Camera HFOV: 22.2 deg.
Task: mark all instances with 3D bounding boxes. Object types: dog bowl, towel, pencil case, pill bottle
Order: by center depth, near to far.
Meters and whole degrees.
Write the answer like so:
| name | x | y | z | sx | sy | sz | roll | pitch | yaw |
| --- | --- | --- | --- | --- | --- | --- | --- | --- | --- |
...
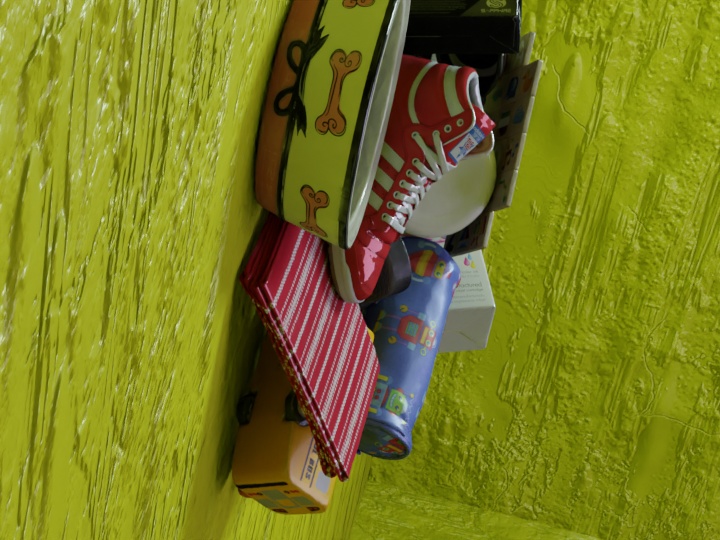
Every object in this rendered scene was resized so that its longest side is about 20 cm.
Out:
| name | x | y | z | sx | sy | sz | roll | pitch | yaw |
| --- | --- | --- | --- | --- | --- | --- | --- | --- | --- |
| dog bowl | -0.020 | -0.120 | 1.301 | 0.200 | 0.073 | 0.202 | 13 | 90 | -86 |
| towel | -0.034 | 0.041 | 1.397 | 0.145 | 0.022 | 0.201 | -71 | 147 | -50 |
| pencil case | 0.029 | 0.068 | 1.589 | 0.087 | 0.078 | 0.201 | -39 | -153 | 54 |
| pill bottle | 0.045 | -0.109 | 1.667 | 0.200 | 0.115 | 0.117 | -128 | -131 | -69 |

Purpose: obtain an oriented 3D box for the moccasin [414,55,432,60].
| name | x | y | z | sx | sy | sz | roll | pitch | yaw |
| --- | --- | --- | --- | --- | --- | --- | --- | --- | --- |
| moccasin | 0.030 | -0.266 | 1.623 | 0.068 | 0.080 | 0.202 | -43 | 132 | -74 |

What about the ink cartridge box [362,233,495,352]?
| name | x | y | z | sx | sy | sz | roll | pitch | yaw |
| --- | --- | --- | --- | --- | --- | --- | --- | --- | --- |
| ink cartridge box | 0.050 | -0.019 | 1.747 | 0.068 | 0.115 | 0.201 | 97 | -15 | -50 |

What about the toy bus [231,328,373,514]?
| name | x | y | z | sx | sy | sz | roll | pitch | yaw |
| --- | --- | --- | --- | --- | --- | --- | --- | --- | --- |
| toy bus | -0.043 | 0.090 | 1.489 | 0.078 | 0.065 | 0.201 | 39 | 55 | -38 |

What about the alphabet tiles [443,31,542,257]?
| name | x | y | z | sx | sy | sz | roll | pitch | yaw |
| --- | --- | --- | --- | --- | --- | --- | --- | --- | --- |
| alphabet tiles | 0.115 | -0.111 | 1.657 | 0.166 | 0.006 | 0.202 | 163 | -58 | -71 |

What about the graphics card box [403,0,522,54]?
| name | x | y | z | sx | sy | sz | roll | pitch | yaw |
| --- | --- | --- | --- | --- | --- | --- | --- | --- | --- |
| graphics card box | 0.069 | -0.263 | 1.464 | 0.051 | 0.124 | 0.201 | 82 | 11 | -56 |

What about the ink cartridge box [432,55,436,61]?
| name | x | y | z | sx | sy | sz | roll | pitch | yaw |
| --- | --- | --- | --- | --- | --- | --- | --- | --- | --- |
| ink cartridge box | 0.063 | -0.192 | 1.820 | 0.126 | 0.127 | 0.201 | -71 | 173 | -53 |

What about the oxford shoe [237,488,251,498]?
| name | x | y | z | sx | sy | sz | roll | pitch | yaw |
| --- | --- | --- | --- | --- | --- | --- | --- | --- | --- |
| oxford shoe | -0.069 | 0.110 | 1.563 | 0.201 | 0.071 | 0.073 | -70 | 147 | -50 |

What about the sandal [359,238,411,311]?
| name | x | y | z | sx | sy | sz | roll | pitch | yaw |
| --- | --- | --- | --- | --- | --- | --- | --- | --- | --- |
| sandal | 0.000 | 0.001 | 1.564 | 0.200 | 0.043 | 0.077 | -4 | -77 | 65 |

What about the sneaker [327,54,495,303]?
| name | x | y | z | sx | sy | sz | roll | pitch | yaw |
| --- | --- | --- | --- | --- | --- | --- | --- | --- | --- |
| sneaker | 0.042 | -0.070 | 1.425 | 0.071 | 0.111 | 0.202 | 33 | 64 | -70 |

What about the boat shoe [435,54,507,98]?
| name | x | y | z | sx | sy | sz | roll | pitch | yaw |
| --- | --- | --- | --- | --- | --- | --- | --- | --- | --- |
| boat shoe | 0.095 | -0.238 | 1.588 | 0.202 | 0.073 | 0.063 | 80 | 22 | -43 |
